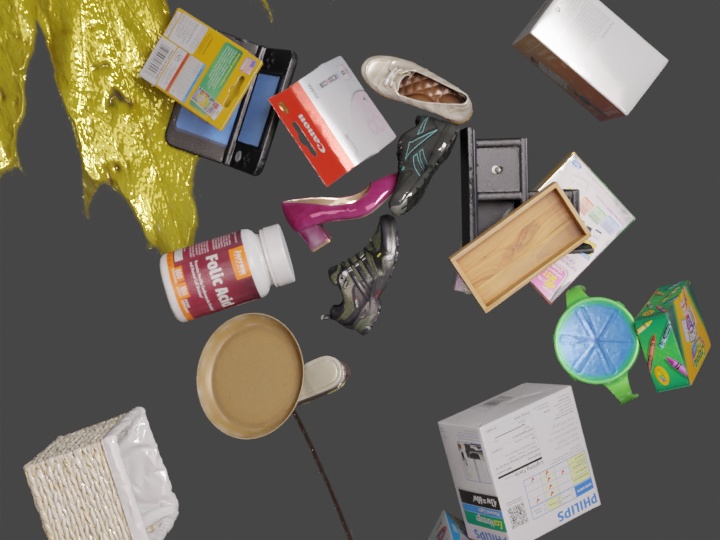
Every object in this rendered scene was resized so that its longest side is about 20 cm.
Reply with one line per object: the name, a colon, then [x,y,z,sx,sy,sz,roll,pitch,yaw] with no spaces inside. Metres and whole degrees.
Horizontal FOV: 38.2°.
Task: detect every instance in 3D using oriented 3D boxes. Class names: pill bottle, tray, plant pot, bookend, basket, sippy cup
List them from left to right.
basket: [-0.404,0.350,1.646,0.158,0.198,0.203,-19,95,4]
pill bottle: [-0.211,0.001,1.663,0.197,0.114,0.116,-18,95,0]
plant pot: [-0.175,0.171,1.685,0.197,0.027,0.204,-5,77,23]
tray: [0.242,-0.036,1.581,0.199,0.037,0.099,-36,96,1]
bookend: [0.260,-0.124,1.639,0.196,0.092,0.203,-1,94,-2]
sippy cup: [0.388,0.119,1.674,0.137,0.130,0.181,8,83,22]

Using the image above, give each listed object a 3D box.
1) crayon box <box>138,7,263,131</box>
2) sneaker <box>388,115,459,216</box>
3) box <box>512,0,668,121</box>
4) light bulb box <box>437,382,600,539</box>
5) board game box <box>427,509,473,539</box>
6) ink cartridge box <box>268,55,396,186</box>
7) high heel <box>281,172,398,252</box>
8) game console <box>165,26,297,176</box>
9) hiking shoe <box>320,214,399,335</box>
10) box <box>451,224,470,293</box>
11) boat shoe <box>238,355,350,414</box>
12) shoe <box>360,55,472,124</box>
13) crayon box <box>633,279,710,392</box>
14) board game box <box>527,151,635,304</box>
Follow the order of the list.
crayon box: [-0.240,-0.308,1.624,0.199,0.051,0.127,35,95,28]
sneaker: [0.085,-0.169,1.661,0.078,0.076,0.201,28,59,7]
box: [0.357,-0.342,1.637,0.199,0.152,0.107,39,92,-4]
light bulb box: [0.255,0.308,1.663,0.196,0.124,0.203,-18,95,-28]
board game box: [0.213,0.489,1.699,0.198,0.148,0.065,29,95,-4]
ink cartridge box: [-0.039,-0.236,1.615,0.057,0.200,0.164,-32,96,29]
high heel: [-0.029,-0.123,1.687,0.199,0.067,0.097,-34,100,12]
game console: [-0.206,-0.270,1.646,0.115,0.175,0.203,16,95,-31]
hiking shoe: [0.000,0.000,1.689,0.099,0.076,0.203,16,95,-6]
box: [0.187,-0.063,1.709,0.038,0.041,0.204,10,93,-3]
boat shoe: [-0.110,0.190,1.701,0.197,0.059,0.073,-20,74,18]
shoe: [0.090,-0.298,1.666,0.198,0.053,0.071,25,85,10]
crayon box: [0.499,0.101,1.654,0.058,0.199,0.121,-17,96,30]
board game box: [0.329,-0.070,1.713,0.200,0.040,0.153,-44,94,2]
